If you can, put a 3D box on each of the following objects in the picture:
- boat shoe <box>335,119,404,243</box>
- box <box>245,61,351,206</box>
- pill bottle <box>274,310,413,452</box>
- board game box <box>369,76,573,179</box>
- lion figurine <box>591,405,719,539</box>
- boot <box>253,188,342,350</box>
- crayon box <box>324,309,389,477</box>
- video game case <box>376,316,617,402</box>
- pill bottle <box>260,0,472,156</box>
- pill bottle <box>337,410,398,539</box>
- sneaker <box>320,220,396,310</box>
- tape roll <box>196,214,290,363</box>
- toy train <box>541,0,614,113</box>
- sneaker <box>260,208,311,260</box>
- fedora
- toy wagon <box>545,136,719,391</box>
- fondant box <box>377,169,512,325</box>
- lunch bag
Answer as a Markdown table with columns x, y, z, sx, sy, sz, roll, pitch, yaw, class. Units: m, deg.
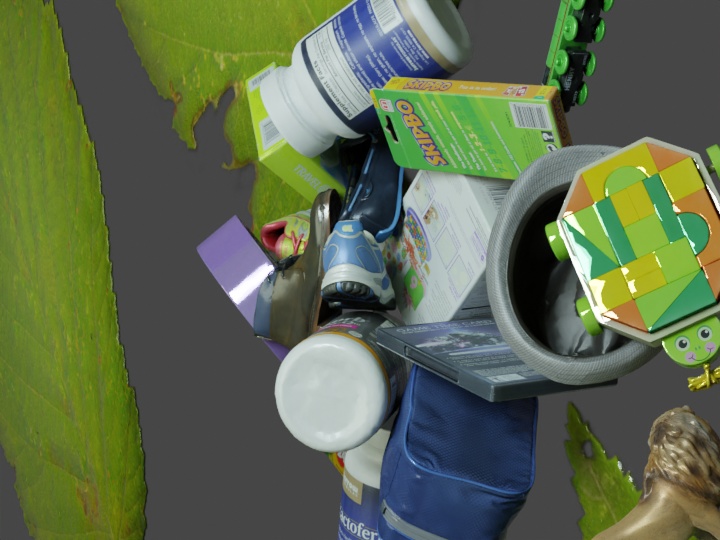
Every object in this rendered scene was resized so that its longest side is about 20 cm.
| x | y | z | sx | sy | sz | roll | pitch | yaw | class |
| --- | --- | --- | --- | --- | --- | --- | --- | --- | --- |
| 0.010 | -0.128 | 1.523 | 0.084 | 0.068 | 0.202 | 119 | 159 | -47 | boat shoe |
| -0.046 | -0.126 | 1.578 | 0.047 | 0.200 | 0.123 | -29 | 49 | 20 | box |
| -0.007 | 0.106 | 1.457 | 0.200 | 0.115 | 0.118 | -32 | -59 | -73 | pill bottle |
| 0.104 | -0.132 | 1.335 | 0.198 | 0.030 | 0.096 | 7 | 135 | 34 | board game box |
| 0.236 | 0.215 | 1.160 | 0.123 | 0.200 | 0.072 | 47 | 167 | 2 | lion figurine |
| -0.070 | 0.002 | 1.560 | 0.096 | 0.075 | 0.203 | 10 | 114 | 15 | boot |
| 0.010 | 0.151 | 1.655 | 0.127 | 0.050 | 0.202 | 45 | 133 | 49 | crayon box |
| 0.124 | 0.080 | 1.339 | 0.199 | 0.141 | 0.019 | 22 | 113 | 58 | video game case |
| 0.003 | -0.206 | 1.427 | 0.199 | 0.115 | 0.117 | -32 | 64 | 22 | pill bottle |
| 0.036 | 0.247 | 1.563 | 0.115 | 0.114 | 0.203 | 33 | 124 | 54 | pill bottle |
| 0.000 | 0.000 | 1.476 | 0.200 | 0.075 | 0.078 | 78 | -167 | -81 | sneaker |
| -0.112 | 0.031 | 1.720 | 0.201 | 0.065 | 0.200 | 53 | 178 | 2 | tape roll |
| 0.195 | -0.237 | 1.256 | 0.057 | 0.041 | 0.202 | -120 | 35 | -52 | toy train |
| -0.054 | -0.020 | 1.695 | 0.199 | 0.089 | 0.079 | 23 | 115 | 56 | sneaker |
| 0.198 | 0.004 | 1.214 | 0.090 | 0.174 | 0.203 | 46 | -135 | -67 | fedora |
| 0.240 | -0.004 | 1.125 | 0.154 | 0.040 | 0.202 | -25 | 68 | 14 | toy wagon |
| 0.094 | -0.024 | 1.460 | 0.201 | 0.058 | 0.146 | -59 | 46 | 47 | fondant box |
| 0.090 | 0.185 | 1.389 | 0.201 | 0.134 | 0.133 | -74 | 2 | -55 | lunch bag |
